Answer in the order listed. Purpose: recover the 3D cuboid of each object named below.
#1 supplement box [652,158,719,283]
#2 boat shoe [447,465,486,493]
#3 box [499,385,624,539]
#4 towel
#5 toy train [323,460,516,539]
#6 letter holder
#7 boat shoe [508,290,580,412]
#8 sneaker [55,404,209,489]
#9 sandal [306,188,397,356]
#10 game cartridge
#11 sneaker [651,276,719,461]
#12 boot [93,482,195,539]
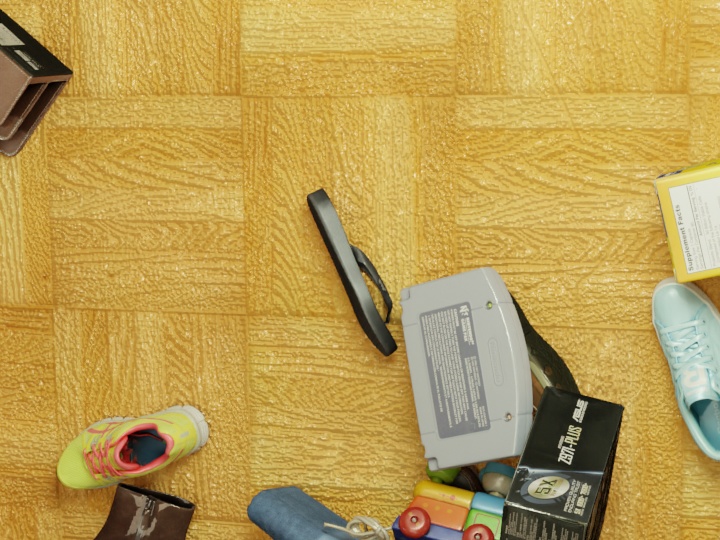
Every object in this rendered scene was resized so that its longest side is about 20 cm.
[{"bbox_3d":[0.407,-0.065,1.557,0.199,0.109,0.109,-12,94,17],"label":"supplement box"},{"bbox_3d":[0.106,0.316,1.723,0.070,0.070,0.201,1,97,20],"label":"boat shoe"},{"bbox_3d":[0.202,0.249,1.594,0.086,0.164,0.200,14,136,14],"label":"box"},{"bbox_3d":[-0.030,0.312,1.722,0.200,0.112,0.049,32,98,26],"label":"towel"},{"bbox_3d":[0.071,0.247,1.673,0.199,0.085,0.116,13,61,16],"label":"toy train"},{"bbox_3d":[-0.464,-0.235,1.799,0.200,0.101,0.142,41,109,7],"label":"letter holder"},{"bbox_3d":[0.168,0.102,1.677,0.074,0.076,0.200,-39,78,23],"label":"boat shoe"},{"bbox_3d":[-0.281,0.211,1.813,0.200,0.090,0.078,-23,93,20],"label":"sneaker"},{"bbox_3d":[0.000,0.000,1.711,0.043,0.076,0.201,-24,92,-8],"label":"sandal"},{"bbox_3d":[0.114,0.104,1.634,0.133,0.041,0.201,-16,79,39],"label":"game cartridge"},{"bbox_3d":[0.355,0.104,1.611,0.074,0.082,0.201,-23,91,17],"label":"sneaker"},{"bbox_3d":[-0.300,0.328,1.845,0.199,0.072,0.167,12,104,5],"label":"boot"}]
